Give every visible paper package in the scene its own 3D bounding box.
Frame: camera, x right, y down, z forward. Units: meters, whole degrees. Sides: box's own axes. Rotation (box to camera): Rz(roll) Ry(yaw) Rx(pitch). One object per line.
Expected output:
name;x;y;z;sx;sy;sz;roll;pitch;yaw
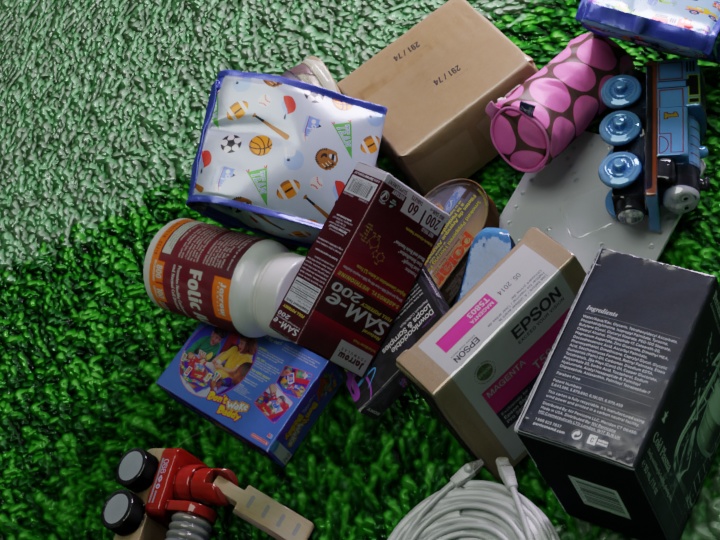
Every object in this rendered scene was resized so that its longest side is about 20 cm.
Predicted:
paper package;0.104;-0.213;1.562;0.199;0.104;0.191;-38;47;0

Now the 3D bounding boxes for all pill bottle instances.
pill bottle;-0.145;0.013;1.470;0.198;0.114;0.115;14;66;34

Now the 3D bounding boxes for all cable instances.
cable;0.106;0.305;1.225;0.199;0.069;0.201;-34;50;4

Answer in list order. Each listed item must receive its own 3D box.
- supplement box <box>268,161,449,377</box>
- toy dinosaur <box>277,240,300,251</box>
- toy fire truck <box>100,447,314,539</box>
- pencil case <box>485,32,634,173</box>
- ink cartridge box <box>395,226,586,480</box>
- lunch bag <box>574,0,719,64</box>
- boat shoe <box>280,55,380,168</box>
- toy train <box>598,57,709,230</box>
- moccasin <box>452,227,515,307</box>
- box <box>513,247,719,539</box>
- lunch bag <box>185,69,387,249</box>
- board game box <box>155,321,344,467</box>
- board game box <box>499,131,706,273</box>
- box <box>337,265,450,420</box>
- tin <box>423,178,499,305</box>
supplement box;0.000;0.000;1.350;0.061;0.108;0.201;27;88;51
toy dinosaur;-0.045;-0.054;1.538;0.199;0.047;0.089;27;88;8
toy fire truck;-0.171;0.289;1.364;0.198;0.129;0.178;-6;55;36
pencil case;0.230;-0.200;1.452;0.094;0.091;0.200;41;52;12
ink cartridge box;0.158;0.086;1.279;0.200;0.165;0.075;-43;39;-5
lunch bag;0.329;-0.283;1.400;0.149;0.200;0.095;20;111;16
boat shoe;-0.037;-0.170;1.580;0.064;0.072;0.201;-27;84;-15
toy train;0.320;-0.139;1.376;0.113;0.087;0.202;-3;56;18
moccasin;0.137;0.057;1.377;0.080;0.068;0.202;18;81;24
box;0.258;0.123;1.183;0.123;0.200;0.198;14;66;32
lunch bag;-0.090;-0.126;1.457;0.198;0.124;0.172;15;75;-14
board game box;-0.129;0.126;1.487;0.199;0.045;0.135;25;72;38
board game box;0.259;-0.059;1.423;0.199;0.026;0.201;19;68;36
box;0.022;0.048;1.411;0.143;0.036;0.201;-46;40;17
tin;0.081;-0.013;1.458;0.201;0.042;0.112;-53;39;-3
